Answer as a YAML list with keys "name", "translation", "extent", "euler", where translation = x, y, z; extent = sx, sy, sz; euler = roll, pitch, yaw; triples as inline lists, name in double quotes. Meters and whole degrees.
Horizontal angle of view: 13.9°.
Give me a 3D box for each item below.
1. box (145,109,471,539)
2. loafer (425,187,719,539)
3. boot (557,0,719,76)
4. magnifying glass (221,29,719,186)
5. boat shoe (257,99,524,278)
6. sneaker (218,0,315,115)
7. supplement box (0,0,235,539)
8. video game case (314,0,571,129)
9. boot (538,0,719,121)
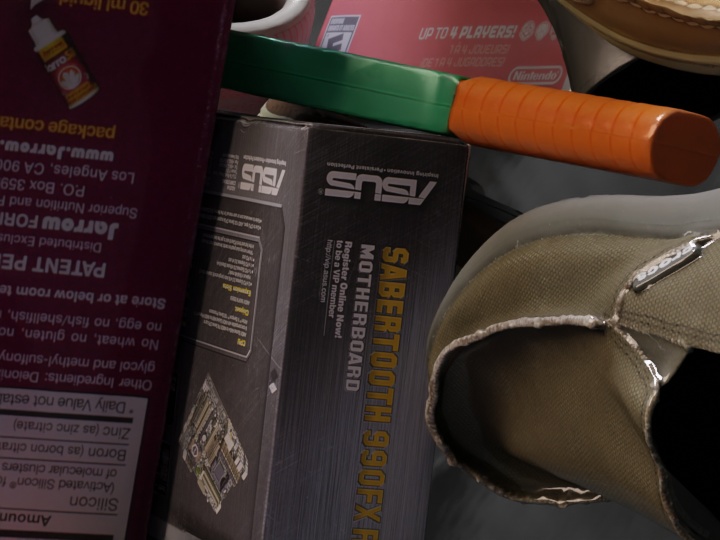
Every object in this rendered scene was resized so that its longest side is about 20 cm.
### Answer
- name: "box"
  translation: [-0.036, 0.034, 0.837]
  extent: [0.200, 0.048, 0.159]
  euler: [-168, 83, -68]
- name: "loafer"
  translation: [0.073, 0.025, 0.666]
  extent: [0.200, 0.075, 0.070]
  euler: [-22, 33, 56]
- name: "boot"
  translation: [0.031, -0.128, 0.745]
  extent: [0.200, 0.155, 0.073]
  euler: [38, 94, 42]
- name: "magnifying glass"
  translation: [0.019, -0.047, 0.805]
  extent: [0.200, 0.079, 0.023]
  euler: [18, 96, 51]
- name: "boat shoe"
  translation: [0.000, 0.000, 0.889]
  extent: [0.076, 0.071, 0.200]
  euler: [-66, 19, 7]
- name: "sneaker"
  translation: [-0.109, -0.088, 0.969]
  extent: [0.105, 0.199, 0.076]
  euler: [122, 151, -54]
- name: "supplement box"
  translation: [-0.110, -0.018, 0.828]
  extent: [0.131, 0.103, 0.201]
  euler: [-142, 61, -64]
- name: "video game case"
  translation: [0.058, -0.138, 0.955]
  extent: [0.143, 0.017, 0.201]
  euler: [5, 70, 53]
- name: "boot"
  translation: [0.128, -0.123, 0.818]
  extent: [0.200, 0.077, 0.139]
  euler: [-36, 45, 22]
